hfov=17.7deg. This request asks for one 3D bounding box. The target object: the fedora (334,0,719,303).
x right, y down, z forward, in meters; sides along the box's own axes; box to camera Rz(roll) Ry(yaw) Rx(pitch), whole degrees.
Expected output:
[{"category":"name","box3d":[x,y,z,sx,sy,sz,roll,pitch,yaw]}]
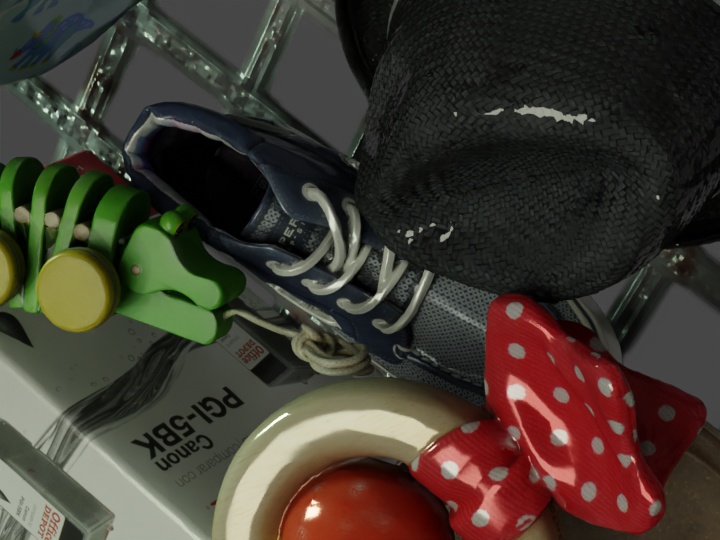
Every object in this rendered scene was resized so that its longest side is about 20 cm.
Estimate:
[{"category":"fedora","box3d":[0.062,-0.050,0.793,0.200,0.092,0.201,21,144,17]}]

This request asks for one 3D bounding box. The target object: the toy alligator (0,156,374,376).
[{"category":"toy alligator","box3d":[-0.085,-0.007,0.855,0.199,0.059,0.054,12,105,18]}]

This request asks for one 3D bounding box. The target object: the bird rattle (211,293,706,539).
[{"category":"bird rattle","box3d":[0.024,0.101,0.805,0.163,0.113,0.201,12,113,15]}]

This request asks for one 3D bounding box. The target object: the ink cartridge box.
[{"category":"ink cartridge box","box3d":[-0.098,0.056,0.950,0.200,0.147,0.083,40,124,15]}]

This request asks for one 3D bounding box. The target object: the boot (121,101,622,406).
[{"category":"boot","box3d":[0.000,0.000,0.880,0.200,0.090,0.073,29,98,26]}]

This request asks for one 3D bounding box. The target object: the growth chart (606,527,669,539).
[{"category":"growth chart","box3d":[0.101,0.188,0.946,0.145,0.018,0.200,46,127,10]}]

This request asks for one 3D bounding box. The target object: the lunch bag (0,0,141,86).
[{"category":"lunch bag","box3d":[-0.118,-0.136,0.851,0.161,0.200,0.083,-36,87,27]}]

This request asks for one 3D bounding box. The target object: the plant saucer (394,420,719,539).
[{"category":"plant saucer","box3d":[0.086,0.141,0.890,0.200,0.034,0.201,-2,85,29]}]
